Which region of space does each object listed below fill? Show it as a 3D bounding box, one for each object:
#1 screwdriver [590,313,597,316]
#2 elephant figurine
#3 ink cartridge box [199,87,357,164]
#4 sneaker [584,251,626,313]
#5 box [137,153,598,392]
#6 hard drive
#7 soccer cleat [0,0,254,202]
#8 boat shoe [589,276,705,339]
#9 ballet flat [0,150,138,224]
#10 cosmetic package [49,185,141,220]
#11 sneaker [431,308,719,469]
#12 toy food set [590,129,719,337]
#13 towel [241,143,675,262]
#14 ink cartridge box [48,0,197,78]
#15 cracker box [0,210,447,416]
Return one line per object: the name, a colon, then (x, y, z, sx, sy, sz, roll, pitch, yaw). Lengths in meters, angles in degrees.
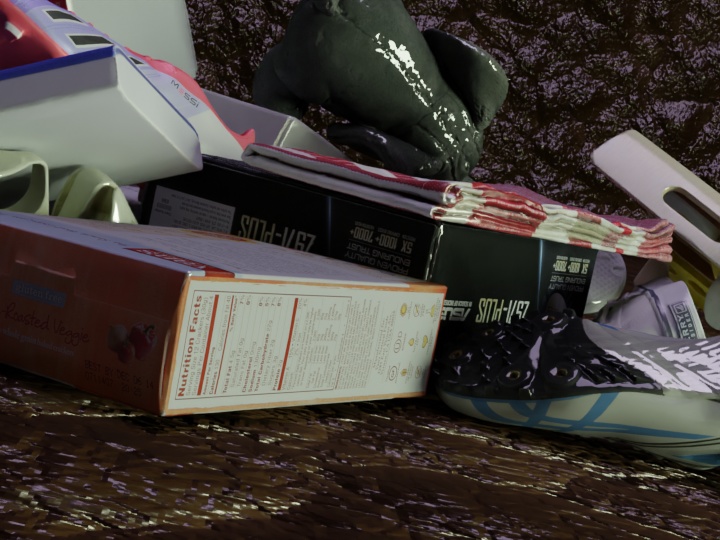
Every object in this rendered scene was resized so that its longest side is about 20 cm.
screwdriver: (0.172, 0.029, 1.272, 0.029, 0.028, 0.200, 44, -12, -34)
elephant figurine: (0.037, -0.116, 1.041, 0.200, 0.142, 0.155, 42, 30, 0)
ink cartridge box: (-0.084, -0.064, 1.068, 0.200, 0.085, 0.146, 22, -8, 44)
sneaker: (0.073, 0.004, 1.002, 0.199, 0.077, 0.082, 12, -21, -1)
box: (0.000, 0.000, 0.819, 0.199, 0.087, 0.163, 17, 7, 35)
hard drive: (-0.190, -0.056, 0.716, 0.199, 0.025, 0.132, -11, -14, 8)
soccer cleat: (-0.141, -0.104, 0.853, 0.067, 0.077, 0.200, -14, -46, 46)
boat shoe: (0.156, 0.047, 0.847, 0.065, 0.072, 0.200, -17, -2, 6)
ballet flat: (-0.152, -0.017, 0.694, 0.068, 0.076, 0.200, 20, 8, 39)
cosmetic package: (-0.196, -0.038, 0.959, 0.150, 0.052, 0.200, 5, 9, -39)
sneaker: (0.132, 0.061, 0.692, 0.199, 0.073, 0.072, 2, 33, 10)
toy food set: (0.210, 0.010, 0.907, 0.143, 0.060, 0.200, 42, -6, 28)
towel: (0.056, -0.039, 0.780, 0.144, 0.023, 0.200, 17, 7, 43)
ink cartridge box: (-0.235, -0.148, 1.006, 0.199, 0.084, 0.145, -3, 16, 24)
cracker box: (-0.069, 0.017, 0.639, 0.134, 0.058, 0.200, 14, 4, 31)
